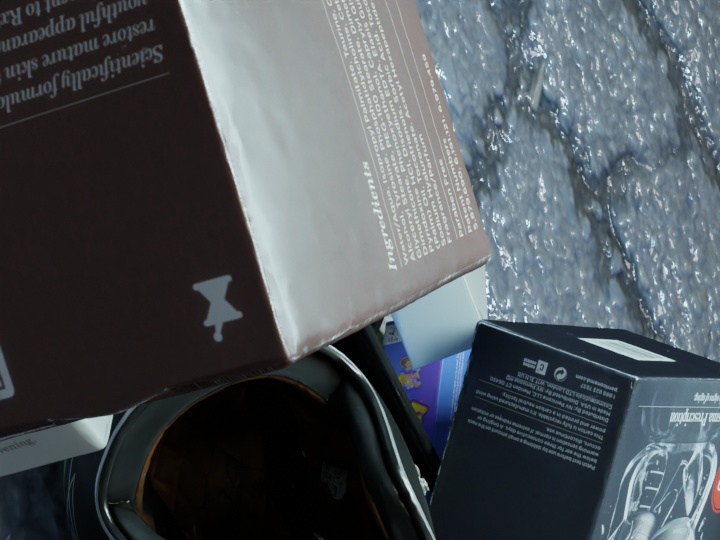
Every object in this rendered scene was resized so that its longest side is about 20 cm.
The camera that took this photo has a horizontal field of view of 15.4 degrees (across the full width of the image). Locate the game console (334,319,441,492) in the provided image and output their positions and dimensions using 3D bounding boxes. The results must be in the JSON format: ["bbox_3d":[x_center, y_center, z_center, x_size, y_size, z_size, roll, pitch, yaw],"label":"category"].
[{"bbox_3d":[0.000,0.000,1.492,0.176,0.116,0.200,-65,144,-37],"label":"game console"}]

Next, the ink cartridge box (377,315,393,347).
[{"bbox_3d":[0.008,0.121,1.657,0.146,0.084,0.201,34,48,-51],"label":"ink cartridge box"}]

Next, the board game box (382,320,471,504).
[{"bbox_3d":[0.055,0.144,1.594,0.135,0.045,0.201,47,40,-43],"label":"board game box"}]

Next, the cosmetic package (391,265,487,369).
[{"bbox_3d":[0.026,-0.043,1.538,0.200,0.051,0.151,-80,147,-77],"label":"cosmetic package"}]

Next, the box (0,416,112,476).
[{"bbox_3d":[-0.222,-0.022,1.174,0.171,0.198,0.201,47,37,-42],"label":"box"}]

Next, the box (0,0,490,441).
[{"bbox_3d":[-0.074,-0.044,1.062,0.200,0.165,0.165,-25,99,-63],"label":"box"}]

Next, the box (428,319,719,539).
[{"bbox_3d":[0.128,0.131,1.502,0.200,0.104,0.183,4,104,-60],"label":"box"}]

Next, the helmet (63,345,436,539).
[{"bbox_3d":[-0.064,0.117,1.410,0.191,0.200,0.200,56,22,20],"label":"helmet"}]
